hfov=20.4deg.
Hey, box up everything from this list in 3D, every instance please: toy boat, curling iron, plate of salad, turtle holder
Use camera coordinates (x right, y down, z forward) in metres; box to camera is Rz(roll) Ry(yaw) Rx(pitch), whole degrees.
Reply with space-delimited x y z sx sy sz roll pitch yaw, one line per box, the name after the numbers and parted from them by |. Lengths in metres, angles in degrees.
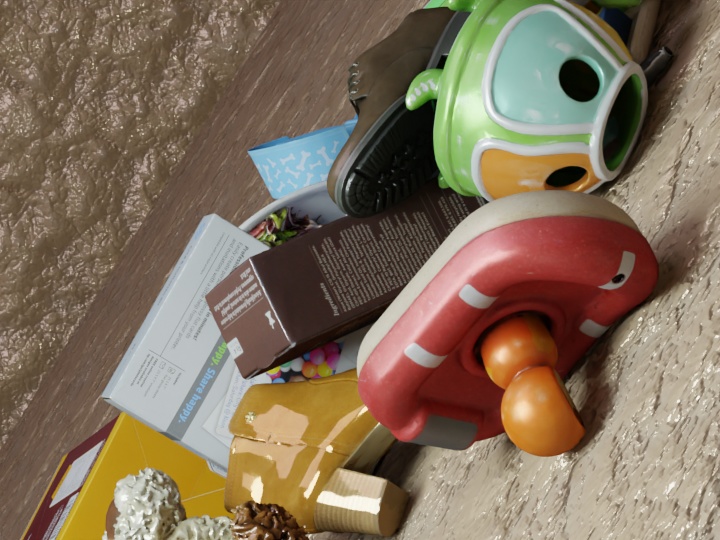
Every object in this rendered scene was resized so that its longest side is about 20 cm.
0.096 0.051 1.169 0.200 0.130 0.131 -51 45 30 | toy boat
0.154 -0.096 1.438 0.200 0.025 0.050 -47 19 38 | curling iron
-0.040 0.001 1.641 0.200 0.199 0.048 -51 54 29 | plate of salad
0.130 -0.126 1.368 0.186 0.131 0.142 -47 -39 -40 | turtle holder

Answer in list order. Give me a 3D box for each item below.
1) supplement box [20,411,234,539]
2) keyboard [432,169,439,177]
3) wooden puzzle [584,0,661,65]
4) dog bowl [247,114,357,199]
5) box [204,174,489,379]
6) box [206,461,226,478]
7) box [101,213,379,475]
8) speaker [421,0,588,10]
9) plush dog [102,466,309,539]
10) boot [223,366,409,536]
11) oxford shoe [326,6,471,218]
-0.226 0.261 1.793 0.200 0.132 0.198 -36 26 59 | supplement box
0.063 -0.120 1.640 0.200 0.020 0.128 -11 73 63 | keyboard
0.162 -0.165 1.531 0.200 0.046 0.186 -46 18 44 | wooden puzzle
-0.003 -0.112 1.790 0.199 0.050 0.111 -20 8 -28 | dog bowl
0.000 0.000 1.419 0.199 0.075 0.100 -26 -5 -29 | box
-0.082 0.087 1.593 0.117 0.060 0.200 -57 -21 -24 | box
-0.065 0.076 1.466 0.156 0.199 0.041 -60 14 -10 | box
0.097 -0.188 1.494 0.200 0.088 0.089 -44 18 38 | speaker
-0.079 0.238 1.353 0.172 0.160 0.201 7 98 61 | plush dog
-0.014 0.087 1.399 0.143 0.071 0.202 9 67 32 | boot
0.022 -0.112 1.408 0.084 0.073 0.200 11 48 29 | oxford shoe
